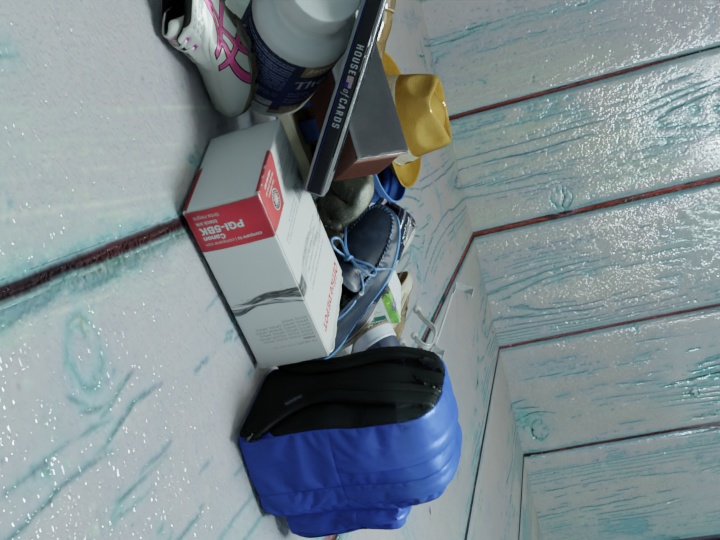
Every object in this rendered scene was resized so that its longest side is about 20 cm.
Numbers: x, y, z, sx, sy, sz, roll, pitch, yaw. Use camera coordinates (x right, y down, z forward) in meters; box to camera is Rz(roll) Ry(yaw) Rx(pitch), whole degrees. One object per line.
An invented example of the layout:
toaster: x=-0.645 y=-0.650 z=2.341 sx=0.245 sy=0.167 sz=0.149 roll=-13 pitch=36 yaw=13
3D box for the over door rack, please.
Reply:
over door rack: x=0.098 y=0.114 z=1.437 sx=0.200 sy=0.066 sz=0.149 roll=-44 pitch=160 yaw=-55

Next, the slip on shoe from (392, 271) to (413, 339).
slip on shoe: x=0.043 y=0.068 z=1.401 sx=0.201 sy=0.075 sz=0.061 roll=-67 pitch=137 yaw=-62

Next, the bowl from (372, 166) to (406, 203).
bowl: x=0.015 y=-0.188 z=1.236 sx=0.200 sy=0.039 sz=0.204 roll=-11 pitch=90 yaw=-71

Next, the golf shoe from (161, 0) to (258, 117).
golf shoe: x=-0.160 y=-0.237 z=0.899 sx=0.092 sy=0.072 sz=0.202 roll=-37 pitch=135 yaw=-30

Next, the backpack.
backpack: x=0.006 y=0.168 z=0.913 sx=0.163 sy=0.197 sz=0.170 roll=-76 pitch=151 yaw=-62

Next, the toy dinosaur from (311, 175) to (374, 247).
toy dinosaur: x=-0.028 y=-0.086 z=1.132 sx=0.102 sy=0.201 sz=0.077 roll=36 pitch=-9 yaw=17

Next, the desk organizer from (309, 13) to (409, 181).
desk organizer: x=-0.017 y=-0.215 z=1.072 sx=0.077 sy=0.071 sz=0.203 roll=-30 pitch=-106 yaw=61

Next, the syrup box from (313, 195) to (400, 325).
syrup box: x=-0.007 y=-0.016 z=1.267 sx=0.082 sy=0.077 sz=0.202 roll=-86 pitch=159 yaw=-48

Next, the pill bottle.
pill bottle: x=-0.070 y=-0.250 z=0.955 sx=0.200 sy=0.109 sz=0.113 roll=147 pitch=-64 yaw=-64

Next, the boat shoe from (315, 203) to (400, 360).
boat shoe: x=-0.013 y=0.015 z=1.053 sx=0.203 sy=0.083 sz=0.069 roll=-67 pitch=155 yaw=-4

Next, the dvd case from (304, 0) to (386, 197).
dvd case: x=-0.014 y=-0.178 z=0.930 sx=0.150 sy=0.024 sz=0.203 roll=-90 pitch=-161 yaw=-83

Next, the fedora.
fedora: x=0.076 y=-0.211 z=1.237 sx=0.200 sy=0.081 sz=0.204 roll=-11 pitch=90 yaw=-71

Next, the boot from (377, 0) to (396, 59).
boot: x=0.006 y=-0.304 z=1.176 sx=0.200 sy=0.072 sz=0.077 roll=-110 pitch=-156 yaw=-81

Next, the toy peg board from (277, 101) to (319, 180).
toy peg board: x=-0.052 y=-0.256 z=1.255 sx=0.201 sy=0.096 sz=0.202 roll=-86 pitch=159 yaw=-49

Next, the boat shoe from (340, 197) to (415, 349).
boat shoe: x=0.000 y=0.000 z=1.135 sx=0.202 sy=0.074 sz=0.093 roll=-63 pitch=165 yaw=-8

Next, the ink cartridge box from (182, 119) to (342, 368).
ink cartridge box: x=-0.092 y=-0.025 z=0.924 sx=0.148 sy=0.082 sz=0.202 roll=-84 pitch=157 yaw=-54

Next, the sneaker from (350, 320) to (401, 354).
sneaker: x=0.035 y=0.148 z=1.191 sx=0.109 sy=0.069 sz=0.201 roll=59 pitch=-12 yaw=18
